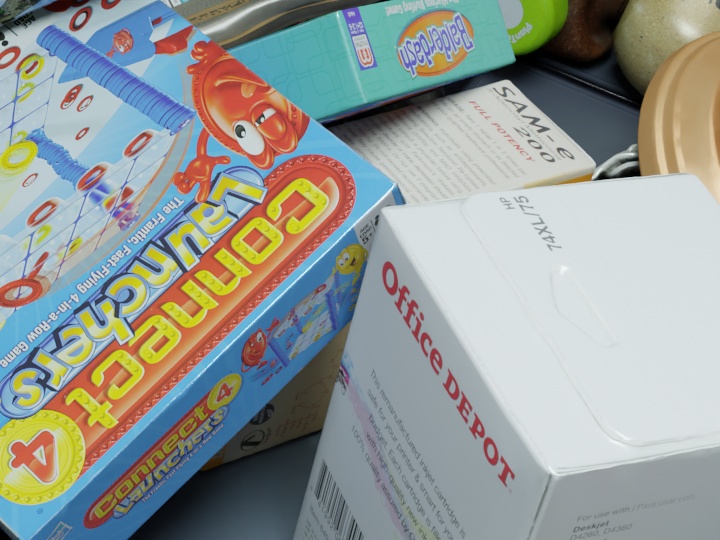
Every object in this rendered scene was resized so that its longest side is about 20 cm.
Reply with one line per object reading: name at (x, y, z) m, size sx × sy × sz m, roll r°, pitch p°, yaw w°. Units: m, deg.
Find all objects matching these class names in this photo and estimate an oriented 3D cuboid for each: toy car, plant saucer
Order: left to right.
toy car at (0.194, -0.157, 1.214) m, size 0.200 × 0.158 × 0.164 m, roll 39°, pitch 34°, yaw 11°
plant saucer at (0.235, -0.043, 1.095) m, size 0.200 × 0.037 × 0.200 m, roll 16°, pitch 57°, yaw -27°

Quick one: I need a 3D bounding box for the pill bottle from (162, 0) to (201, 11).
pill bottle at (-0.120, -0.151, 1.095) m, size 0.200 × 0.111 × 0.111 m, roll -36°, pitch 56°, yaw -13°

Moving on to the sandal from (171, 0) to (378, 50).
sandal at (-0.032, -0.155, 1.042) m, size 0.200 × 0.055 × 0.082 m, roll -23°, pitch 20°, yaw -16°

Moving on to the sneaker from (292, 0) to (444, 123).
sneaker at (-0.001, -0.122, 1.160) m, size 0.098 × 0.071 × 0.200 m, roll 49°, pitch 5°, yaw -22°

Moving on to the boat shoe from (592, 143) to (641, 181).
boat shoe at (0.145, -0.033, 1.100) m, size 0.072 × 0.066 × 0.200 m, roll 31°, pitch 42°, yaw 20°

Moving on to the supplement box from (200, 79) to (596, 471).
supplement box at (0.000, 0.000, 0.968) m, size 0.200 × 0.126 × 0.074 m, roll -18°, pitch 49°, yaw -32°

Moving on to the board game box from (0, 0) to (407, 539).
board game box at (-0.115, -0.008, 0.845) m, size 0.196 × 0.056 × 0.200 m, roll 38°, pitch 75°, yaw 27°

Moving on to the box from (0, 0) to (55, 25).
box at (-0.162, -0.188, 0.909) m, size 0.137 × 0.038 × 0.200 m, roll -21°, pitch 50°, yaw 15°

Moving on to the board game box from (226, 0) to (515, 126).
board game box at (-0.048, -0.081, 0.991) m, size 0.200 × 0.045 × 0.152 m, roll -16°, pitch 3°, yaw 32°

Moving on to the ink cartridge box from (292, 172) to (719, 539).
ink cartridge box at (0.078, 0.086, 0.829) m, size 0.146 × 0.200 × 0.147 m, roll -7°, pitch 44°, yaw -25°
